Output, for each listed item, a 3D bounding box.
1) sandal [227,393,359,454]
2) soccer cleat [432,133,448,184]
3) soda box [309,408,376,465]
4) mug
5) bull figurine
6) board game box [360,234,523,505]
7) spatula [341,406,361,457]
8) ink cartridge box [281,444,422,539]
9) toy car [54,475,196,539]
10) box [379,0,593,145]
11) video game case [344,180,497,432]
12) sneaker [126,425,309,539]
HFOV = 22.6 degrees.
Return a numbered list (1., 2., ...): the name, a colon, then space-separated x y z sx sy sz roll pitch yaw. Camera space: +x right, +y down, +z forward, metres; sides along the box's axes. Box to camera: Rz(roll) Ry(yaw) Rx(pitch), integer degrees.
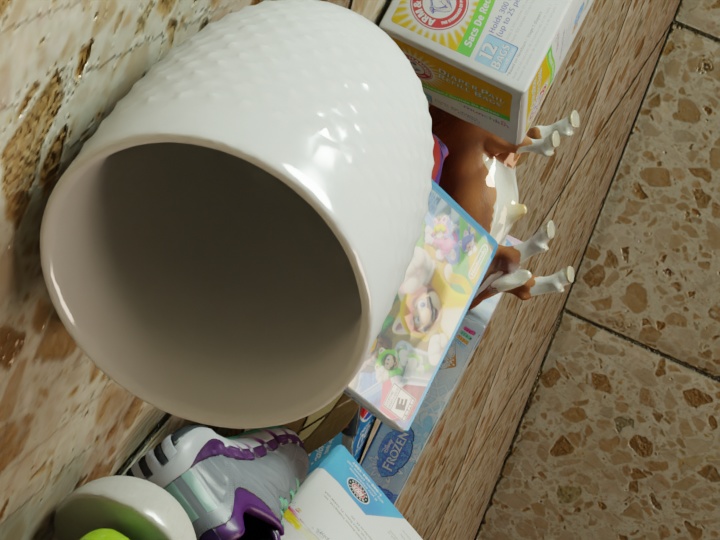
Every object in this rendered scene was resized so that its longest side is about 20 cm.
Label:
1. sandal: -0.061 0.113 1.273 0.080 0.054 0.200 -23 164 -29
2. soccer cleat: 0.012 -0.009 1.302 0.073 0.068 0.201 3 109 -58
3. soda box: -0.009 0.069 1.395 0.201 0.068 0.064 -70 169 22
4. mug: -0.058 -0.028 0.817 0.200 0.148 0.176 -36 -164 35
5. bull figurine: 0.096 -0.069 1.335 0.065 0.121 0.201 0 90 -60
6. board game box: 0.063 0.083 1.484 0.200 0.043 0.200 -64 176 23
7. spatula: -0.006 0.135 1.354 0.020 0.056 0.201 -13 116 -36
8. ink cartridge box: -0.049 0.252 1.276 0.146 0.147 0.200 -40 -179 26
9. toy car: -0.127 0.225 0.945 0.175 0.149 0.201 -54 164 -45
10. box: 0.104 -0.206 1.227 0.201 0.112 0.101 -63 170 -13
11. video game case: -0.001 -0.006 1.108 0.200 0.018 0.144 40 71 -41
12. sneaker: -0.073 0.150 1.125 0.074 0.088 0.200 -41 162 15
